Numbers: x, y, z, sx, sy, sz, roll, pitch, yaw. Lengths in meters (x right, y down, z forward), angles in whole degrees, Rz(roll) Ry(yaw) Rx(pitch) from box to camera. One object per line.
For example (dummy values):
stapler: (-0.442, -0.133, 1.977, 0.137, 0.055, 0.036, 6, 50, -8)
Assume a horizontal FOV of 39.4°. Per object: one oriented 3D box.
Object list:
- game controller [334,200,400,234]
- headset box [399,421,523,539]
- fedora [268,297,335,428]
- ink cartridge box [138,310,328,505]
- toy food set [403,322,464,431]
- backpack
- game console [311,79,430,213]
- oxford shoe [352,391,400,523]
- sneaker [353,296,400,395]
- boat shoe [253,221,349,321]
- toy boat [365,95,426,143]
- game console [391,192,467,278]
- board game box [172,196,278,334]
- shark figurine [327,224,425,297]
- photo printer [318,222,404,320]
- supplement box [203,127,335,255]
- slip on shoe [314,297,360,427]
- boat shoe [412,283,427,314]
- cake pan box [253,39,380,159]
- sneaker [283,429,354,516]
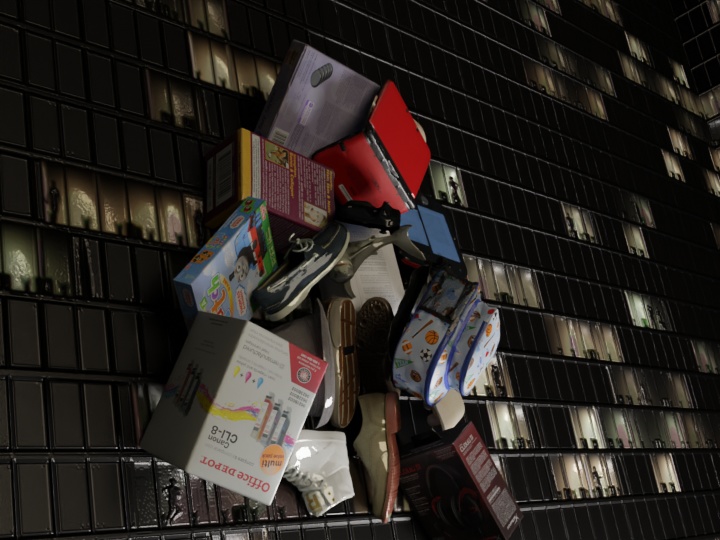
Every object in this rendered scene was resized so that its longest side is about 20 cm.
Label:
game controller: (0.014, -0.088, 1.631, 0.200, 0.102, 0.043, -65, 156, -82)
headset box: (0.148, 0.346, 1.627, 0.075, 0.147, 0.202, -35, 98, -51)
fedora: (-0.097, 0.139, 1.485, 0.088, 0.179, 0.202, -1, 40, -13)
ink cartridge box: (-0.166, 0.178, 1.310, 0.144, 0.144, 0.203, 30, 77, -34)
toy food set: (0.110, 0.192, 1.742, 0.203, 0.060, 0.143, 67, 21, 2)
backpack: (0.130, 0.117, 1.589, 0.191, 0.153, 0.201, -51, 151, -17)
game console: (0.023, -0.197, 1.751, 0.201, 0.170, 0.120, 54, 18, -43)
oxford shoe: (0.025, 0.294, 1.592, 0.071, 0.072, 0.204, 52, 39, -75)
sneaker: (0.032, 0.135, 1.645, 0.075, 0.069, 0.204, -35, 128, -65)
boat shoe: (-0.089, -0.012, 1.512, 0.200, 0.074, 0.062, -49, 116, -27)
toy boat: (0.023, -0.251, 1.850, 0.198, 0.132, 0.131, 28, 12, -20)
game console: (0.117, -0.074, 1.882, 0.175, 0.031, 0.202, 23, 40, -41)
board game box: (-0.186, 0.014, 1.441, 0.201, 0.036, 0.153, -54, 147, -42)
shark figurine: (0.001, -0.006, 1.619, 0.213, 0.127, 0.091, -28, 110, -47)
photo printer: (-0.001, 0.014, 1.702, 0.165, 0.069, 0.204, 0, 70, -47)
supplement box: (-0.141, -0.117, 1.587, 0.198, 0.102, 0.133, 22, 54, -39)
slip on shoe: (-0.044, 0.145, 1.592, 0.076, 0.060, 0.204, -2, 90, -63)
boat shoe: (0.132, 0.064, 1.786, 0.200, 0.072, 0.068, -38, 110, -74)
cake pan box: (-0.076, -0.256, 1.687, 0.182, 0.052, 0.203, 17, 99, -42)
sneaker: (-0.080, 0.296, 1.453, 0.198, 0.073, 0.118, 9, 60, -48)
